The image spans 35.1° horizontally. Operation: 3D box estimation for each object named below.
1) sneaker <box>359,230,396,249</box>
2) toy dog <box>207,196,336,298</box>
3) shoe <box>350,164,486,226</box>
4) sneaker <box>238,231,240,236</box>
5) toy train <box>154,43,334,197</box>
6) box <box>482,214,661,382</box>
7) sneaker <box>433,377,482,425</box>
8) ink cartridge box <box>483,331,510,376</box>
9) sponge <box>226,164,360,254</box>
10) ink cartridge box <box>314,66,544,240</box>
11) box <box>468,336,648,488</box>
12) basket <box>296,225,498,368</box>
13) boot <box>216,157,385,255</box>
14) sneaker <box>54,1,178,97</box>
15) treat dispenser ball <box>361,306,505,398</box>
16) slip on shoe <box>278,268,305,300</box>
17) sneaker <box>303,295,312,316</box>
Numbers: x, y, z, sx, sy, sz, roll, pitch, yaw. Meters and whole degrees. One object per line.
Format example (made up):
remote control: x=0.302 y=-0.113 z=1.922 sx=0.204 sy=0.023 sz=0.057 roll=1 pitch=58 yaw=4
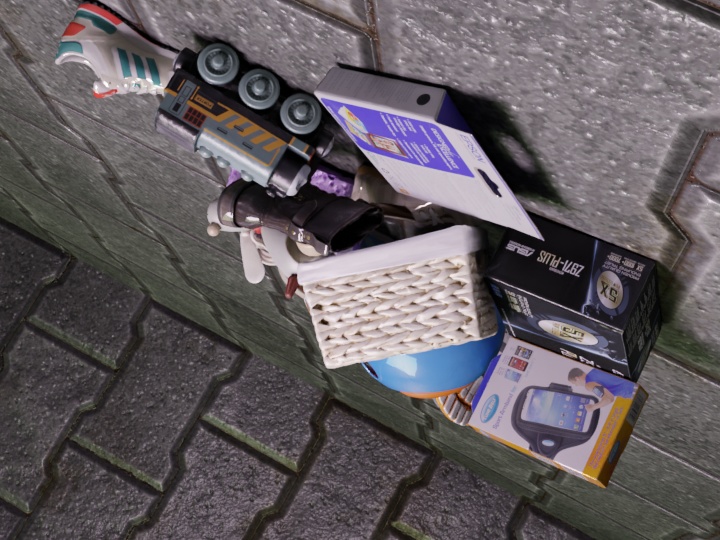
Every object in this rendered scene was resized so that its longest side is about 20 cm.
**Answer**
sneaker: x=0.000 y=0.000 z=1.537 sx=0.200 sy=0.131 sz=0.079 roll=35 pitch=123 yaw=-23
toy dog: x=-0.113 y=-0.022 z=1.393 sx=0.199 sy=0.096 sz=0.132 roll=6 pitch=139 yaw=44
shoe: x=0.064 y=-0.074 z=1.304 sx=0.200 sy=0.054 sz=0.070 roll=17 pitch=162 yaw=44
sneaker: x=-0.084 y=-0.038 z=1.668 sx=0.199 sy=0.076 sz=0.079 roll=28 pitch=154 yaw=-20
toy train: x=-0.131 y=-0.164 z=1.258 sx=0.199 sy=0.114 sz=0.085 roll=31 pitch=167 yaw=-3
box: x=0.240 y=0.036 z=1.267 sx=0.163 sy=0.086 sz=0.200 roll=23 pitch=165 yaw=24
sneaker: x=0.147 y=0.184 z=1.651 sx=0.077 sy=0.078 sz=0.200 roll=27 pitch=168 yaw=45
ink cartridge box: x=0.169 y=0.094 z=1.645 sx=0.200 sy=0.085 sz=0.146 roll=37 pitch=165 yaw=-20
sponge: x=-0.083 y=-0.089 z=1.456 sx=0.199 sy=0.112 sz=0.030 roll=25 pitch=-159 yaw=19
ink cartridge box: x=0.079 y=-0.117 z=1.136 sx=0.200 sy=0.043 sz=0.198 roll=22 pitch=165 yaw=38
box: x=0.217 y=0.157 z=1.318 sx=0.199 sy=0.119 sz=0.041 roll=20 pitch=167 yaw=35
basket: x=0.049 y=0.031 z=1.269 sx=0.199 sy=0.124 sz=0.136 roll=-13 pitch=177 yaw=16
boot: x=-0.049 y=-0.077 z=1.314 sx=0.173 sy=0.200 sz=0.070 roll=15 pitch=125 yaw=26
sneaker: x=-0.268 y=-0.230 z=1.352 sx=0.199 sy=0.094 sz=0.070 roll=32 pitch=167 yaw=-7
treat dispenser ball: x=0.084 y=0.060 z=1.442 sx=0.200 sy=0.201 sz=0.201 roll=28 pitch=167 yaw=7
slip on shoe: x=-0.032 y=0.025 z=1.631 sx=0.199 sy=0.076 sz=0.061 roll=20 pitch=166 yaw=-20
sneaker: x=0.016 y=0.071 z=1.567 sx=0.199 sy=0.079 sz=0.077 roll=28 pitch=178 yaw=-10
